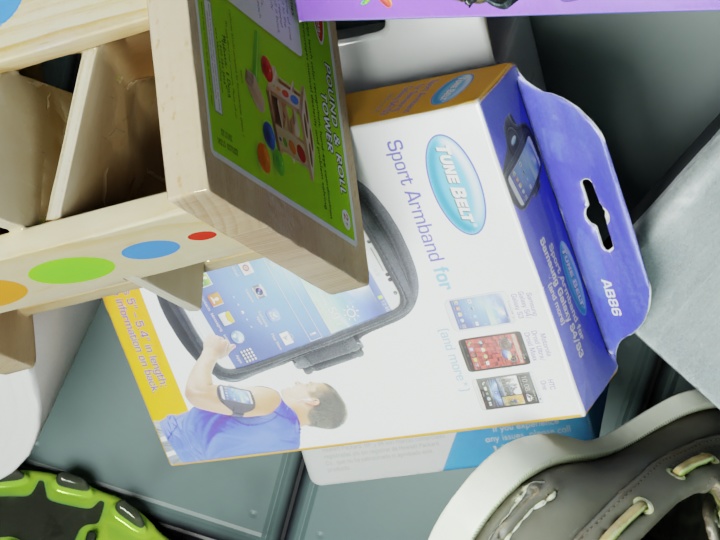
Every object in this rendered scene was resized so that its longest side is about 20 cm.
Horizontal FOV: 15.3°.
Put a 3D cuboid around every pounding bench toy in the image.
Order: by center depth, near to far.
[{"bbox_3d":[-0.102,-0.085,0.874,0.155,0.124,0.201,-13,72,20],"label":"pounding bench toy"}]

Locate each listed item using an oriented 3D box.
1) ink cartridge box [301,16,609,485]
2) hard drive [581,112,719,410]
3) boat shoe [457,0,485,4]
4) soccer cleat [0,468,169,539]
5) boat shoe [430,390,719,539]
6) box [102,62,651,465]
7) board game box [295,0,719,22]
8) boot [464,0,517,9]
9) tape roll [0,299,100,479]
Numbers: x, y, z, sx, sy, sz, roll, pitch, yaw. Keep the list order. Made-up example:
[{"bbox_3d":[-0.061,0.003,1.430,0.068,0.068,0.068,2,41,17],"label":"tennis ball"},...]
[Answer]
[{"bbox_3d":[0.016,-0.027,0.994,0.115,0.067,0.201,-7,114,17],"label":"ink cartridge box"},{"bbox_3d":[0.193,-0.026,0.940,0.139,0.033,0.200,41,96,-8],"label":"hard drive"},{"bbox_3d":[-0.009,-0.152,0.766,0.072,0.060,0.202,-12,124,34],"label":"boat shoe"},{"bbox_3d":[-0.160,0.119,1.119,0.199,0.065,0.084,17,148,-1],"label":"soccer cleat"},{"bbox_3d":[0.102,0.091,0.958,0.060,0.201,0.072,40,115,26],"label":"boat shoe"},{"bbox_3d":[0.000,0.000,0.938,0.199,0.041,0.120,-9,112,32],"label":"box"},{"bbox_3d":[0.090,-0.128,0.876,0.199,0.135,0.045,0,117,20],"label":"board game box"},{"bbox_3d":[0.070,-0.182,0.702,0.167,0.076,0.201,-26,124,-16],"label":"boot"},{"bbox_3d":[-0.201,-0.002,1.008,0.201,0.071,0.203,14,145,10],"label":"tape roll"}]
